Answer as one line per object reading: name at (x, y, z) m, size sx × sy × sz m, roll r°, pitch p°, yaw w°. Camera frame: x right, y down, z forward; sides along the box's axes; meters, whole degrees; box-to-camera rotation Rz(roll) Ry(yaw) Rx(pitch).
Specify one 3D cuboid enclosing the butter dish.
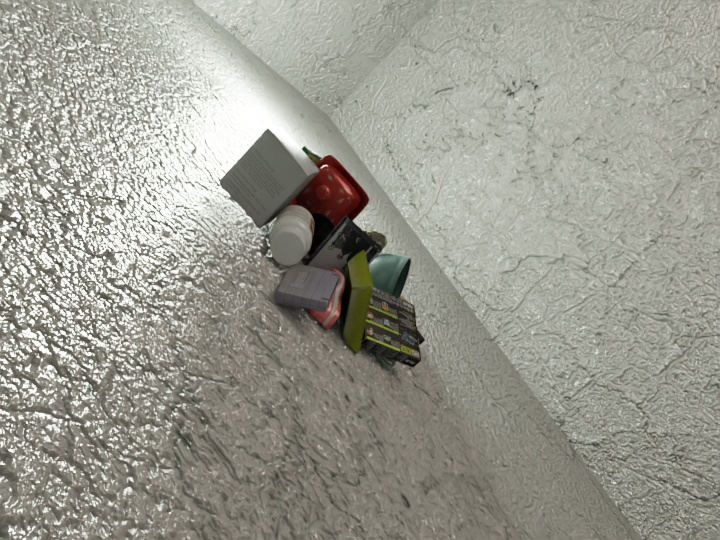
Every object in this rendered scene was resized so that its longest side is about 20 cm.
butter dish at (-0.101, -0.215, 1.749) m, size 0.200 × 0.200 × 0.148 m, roll 47°, pitch 3°, yaw 4°

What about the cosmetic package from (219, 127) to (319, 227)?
cosmetic package at (-0.244, -0.258, 1.646) m, size 0.167 × 0.200 × 0.168 m, roll 46°, pitch 13°, yaw -5°

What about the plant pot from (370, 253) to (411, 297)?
plant pot at (0.064, 0.032, 1.917) m, size 0.131 × 0.205 × 0.200 m, roll 22°, pitch 9°, yaw 13°

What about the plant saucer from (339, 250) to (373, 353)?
plant saucer at (-0.019, 0.077, 1.574) m, size 0.046 × 0.205 × 0.201 m, roll 6°, pitch 27°, yaw -11°

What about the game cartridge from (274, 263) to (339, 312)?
game cartridge at (-0.124, 0.039, 1.439) m, size 0.126 × 0.040 × 0.201 m, roll 8°, pitch 20°, yaw 4°

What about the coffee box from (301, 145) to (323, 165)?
coffee box at (-0.194, -0.276, 1.848) m, size 0.122 × 0.200 × 0.044 m, roll 26°, pitch 23°, yaw -55°

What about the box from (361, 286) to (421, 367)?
box at (0.075, 0.149, 1.674) m, size 0.196 × 0.047 × 0.197 m, roll 24°, pitch 45°, yaw -28°

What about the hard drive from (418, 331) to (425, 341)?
hard drive at (0.133, 0.167, 2.043) m, size 0.202 × 0.033 × 0.139 m, roll 54°, pitch 15°, yaw 17°

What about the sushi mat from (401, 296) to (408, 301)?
sushi mat at (0.086, 0.062, 2.107) m, size 0.198 × 0.012 × 0.096 m, roll 37°, pitch 10°, yaw 4°

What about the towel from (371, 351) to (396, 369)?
towel at (0.077, 0.170, 1.710) m, size 0.150 × 0.031 × 0.200 m, roll 49°, pitch 39°, yaw -2°

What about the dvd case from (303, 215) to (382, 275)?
dvd case at (-0.053, -0.027, 1.630) m, size 0.150 × 0.200 × 0.025 m, roll 38°, pitch 9°, yaw -33°

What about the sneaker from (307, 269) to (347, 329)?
sneaker at (-0.089, 0.053, 1.532) m, size 0.086 × 0.074 × 0.203 m, roll 32°, pitch 33°, yaw -19°

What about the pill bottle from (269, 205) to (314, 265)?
pill bottle at (-0.181, -0.091, 1.583) m, size 0.114 × 0.114 × 0.201 m, roll 44°, pitch 15°, yaw -15°

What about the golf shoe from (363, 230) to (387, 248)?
golf shoe at (0.005, -0.071, 1.967) m, size 0.097 × 0.195 × 0.080 m, roll 45°, pitch 41°, yaw -54°

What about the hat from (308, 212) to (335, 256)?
hat at (-0.099, -0.057, 1.706) m, size 0.199 × 0.081 × 0.202 m, roll 39°, pitch -24°, yaw 21°
